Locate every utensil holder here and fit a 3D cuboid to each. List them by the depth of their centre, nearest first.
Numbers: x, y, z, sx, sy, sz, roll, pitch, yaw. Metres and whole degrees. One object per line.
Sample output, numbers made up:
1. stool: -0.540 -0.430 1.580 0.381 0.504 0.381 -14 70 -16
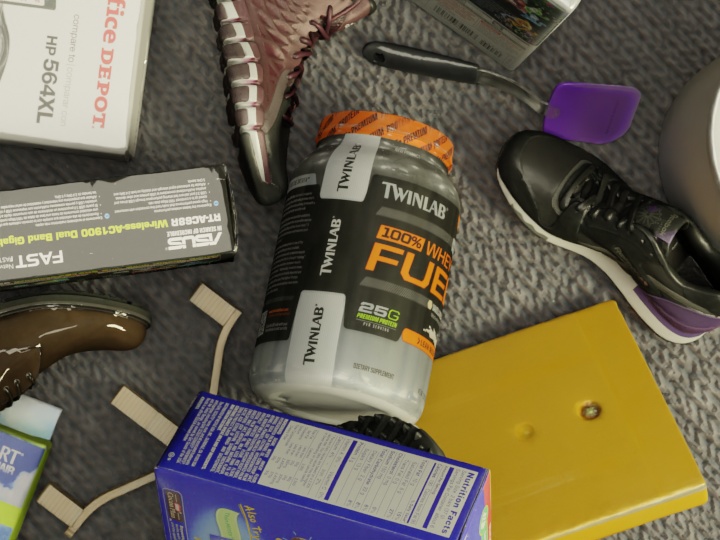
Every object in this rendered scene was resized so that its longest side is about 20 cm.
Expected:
1. utensil holder: 0.300 -0.085 1.530 0.169 0.200 0.171 0 90 -4

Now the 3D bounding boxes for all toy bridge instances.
1. toy bridge: -0.146 0.107 1.581 0.067 0.027 0.200 37 87 -4

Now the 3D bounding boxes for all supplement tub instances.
1. supplement tub: 0.000 0.000 1.535 0.122 0.123 0.201 12 76 -4

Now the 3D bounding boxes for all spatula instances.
1. spatula: 0.098 -0.131 1.600 0.199 0.057 0.021 17 45 3

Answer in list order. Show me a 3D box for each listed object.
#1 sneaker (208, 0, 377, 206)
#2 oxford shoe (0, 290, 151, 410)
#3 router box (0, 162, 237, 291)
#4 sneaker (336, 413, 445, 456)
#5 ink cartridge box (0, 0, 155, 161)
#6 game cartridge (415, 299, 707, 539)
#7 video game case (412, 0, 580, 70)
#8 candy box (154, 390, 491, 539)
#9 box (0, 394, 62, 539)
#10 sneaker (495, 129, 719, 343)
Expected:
1. sneaker: -0.040 -0.151 1.571 0.115 0.076 0.201 -9 89 -7
2. oxford shoe: -0.239 0.061 1.541 0.199 0.073 0.085 -8 74 -12
3. router box: -0.184 -0.026 1.519 0.199 0.150 0.062 -8 89 -4
4. sneaker: -0.003 0.148 1.508 0.091 0.200 0.067 52 54 -25
5. ink cartridge box: -0.247 -0.161 1.549 0.199 0.084 0.147 7 89 -3
6. game cartridge: 0.115 0.120 1.548 0.199 0.032 0.177 -19 49 -3
7. video game case: 0.047 -0.219 1.523 0.200 0.182 0.023 36 79 -3
8. candy box: -0.019 0.176 1.422 0.199 0.169 0.077 15 49 16
9. box: -0.298 0.170 1.560 0.122 0.048 0.201 22 89 -4
10. sneaker: 0.189 -0.037 1.570 0.200 0.088 0.076 39 67 -5
